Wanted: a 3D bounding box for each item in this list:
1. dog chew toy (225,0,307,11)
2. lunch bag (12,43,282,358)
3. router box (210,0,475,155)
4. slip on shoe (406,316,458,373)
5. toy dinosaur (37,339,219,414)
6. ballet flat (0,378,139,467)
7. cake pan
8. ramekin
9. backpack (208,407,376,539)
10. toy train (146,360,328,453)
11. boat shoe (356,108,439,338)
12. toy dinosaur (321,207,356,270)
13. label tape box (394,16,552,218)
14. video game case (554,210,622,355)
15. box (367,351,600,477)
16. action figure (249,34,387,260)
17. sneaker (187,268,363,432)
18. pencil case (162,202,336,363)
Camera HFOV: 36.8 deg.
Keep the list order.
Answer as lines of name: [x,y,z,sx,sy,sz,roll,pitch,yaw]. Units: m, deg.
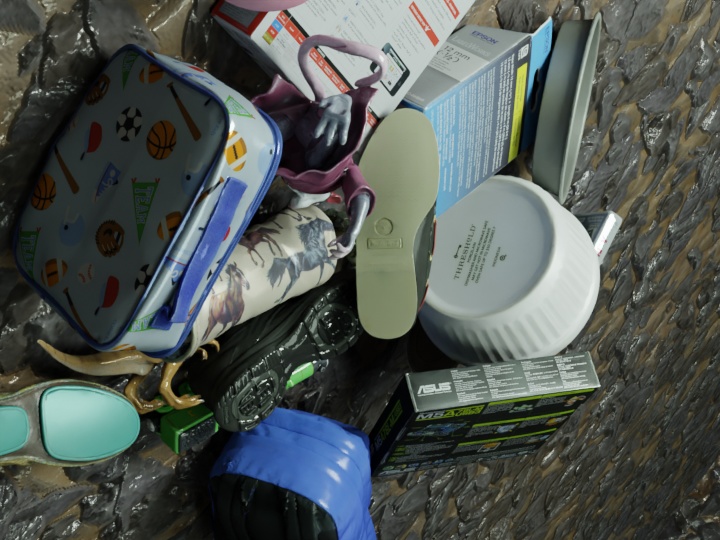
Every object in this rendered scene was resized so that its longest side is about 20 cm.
dog chew toy: [-0.024,-0.256,0.723,0.199,0.125,0.125,-30,141,-18]
lunch bag: [-0.147,-0.042,0.742,0.075,0.160,0.201,15,107,-56]
router box: [-0.003,-0.215,0.874,0.180,0.049,0.200,-53,148,-3]
slip on shoe: [0.112,0.031,1.222,0.200,0.076,0.061,-55,155,-5]
toy dinosaur: [-0.185,0.071,0.910,0.200,0.060,0.107,-26,109,-43]
ballet flat: [-0.263,0.120,0.831,0.199,0.071,0.071,2,118,-52]
cake pan: [0.215,-0.171,1.136,0.200,0.036,0.202,12,90,-77]
ramekin: [0.137,-0.005,1.105,0.203,0.202,0.094,-51,146,-5]
backpack: [-0.067,0.222,1.098,0.201,0.161,0.168,83,23,-47]
toy train: [-0.111,0.110,1.025,0.199,0.056,0.042,-27,139,-36]
boat shoe: [0.031,-0.043,0.961,0.063,0.073,0.203,-55,151,-76]
toy dinosaur: [0.000,0.000,1.082,0.089,0.047,0.200,-63,151,0]
label tape box: [0.102,-0.154,1.054,0.200,0.066,0.144,-39,145,-33]
video game case: [0.190,0.019,1.208,0.023,0.200,0.183,33,78,-18]
box: [0.119,0.152,1.119,0.199,0.048,0.193,-6,150,-16]
action figure: [-0.046,-0.097,0.858,0.200,0.133,0.150,29,81,-79]
sneaker: [-0.075,0.056,0.989,0.200,0.091,0.076,-37,133,-25]
pencil case: [-0.101,0.006,0.902,0.200,0.089,0.078,-30,105,-47]
